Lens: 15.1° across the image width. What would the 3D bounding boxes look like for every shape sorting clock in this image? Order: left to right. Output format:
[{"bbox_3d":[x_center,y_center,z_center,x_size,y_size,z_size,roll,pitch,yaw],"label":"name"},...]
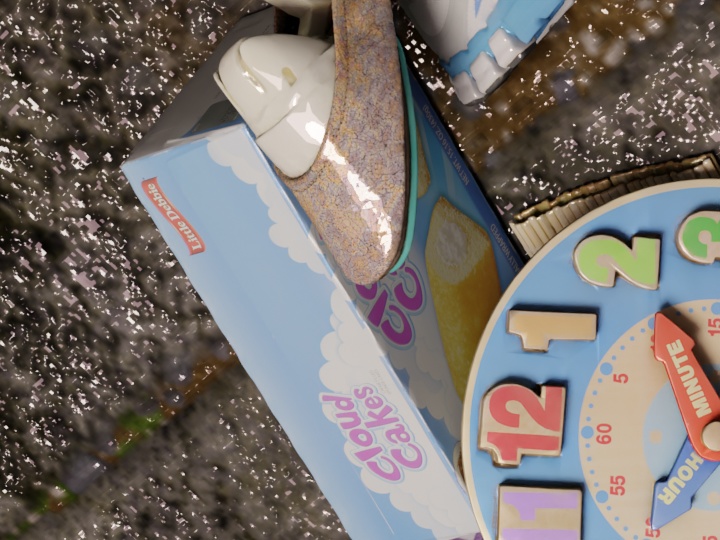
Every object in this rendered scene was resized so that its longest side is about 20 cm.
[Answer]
[{"bbox_3d":[0.138,0.065,1.059,0.199,0.039,0.201,0,91,3],"label":"shape sorting clock"}]

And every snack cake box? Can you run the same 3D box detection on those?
[{"bbox_3d":[0.000,0.000,1.093,0.067,0.115,0.201,-16,117,34],"label":"snack cake box"}]

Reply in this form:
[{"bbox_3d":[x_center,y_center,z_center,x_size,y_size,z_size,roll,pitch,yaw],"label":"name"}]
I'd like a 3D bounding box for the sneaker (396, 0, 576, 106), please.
[{"bbox_3d":[0.064,-0.145,0.986,0.087,0.075,0.200,44,133,0],"label":"sneaker"}]

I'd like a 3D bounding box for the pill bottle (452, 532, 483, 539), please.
[{"bbox_3d":[0.104,0.148,1.145,0.199,0.112,0.112,13,129,24],"label":"pill bottle"}]

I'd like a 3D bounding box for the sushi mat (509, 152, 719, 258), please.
[{"bbox_3d":[0.148,0.044,1.125,0.095,0.012,0.201,-18,115,34],"label":"sushi mat"}]

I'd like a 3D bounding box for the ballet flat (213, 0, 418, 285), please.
[{"bbox_3d":[-0.021,-0.093,0.997,0.067,0.201,0.068,5,162,-27],"label":"ballet flat"}]
